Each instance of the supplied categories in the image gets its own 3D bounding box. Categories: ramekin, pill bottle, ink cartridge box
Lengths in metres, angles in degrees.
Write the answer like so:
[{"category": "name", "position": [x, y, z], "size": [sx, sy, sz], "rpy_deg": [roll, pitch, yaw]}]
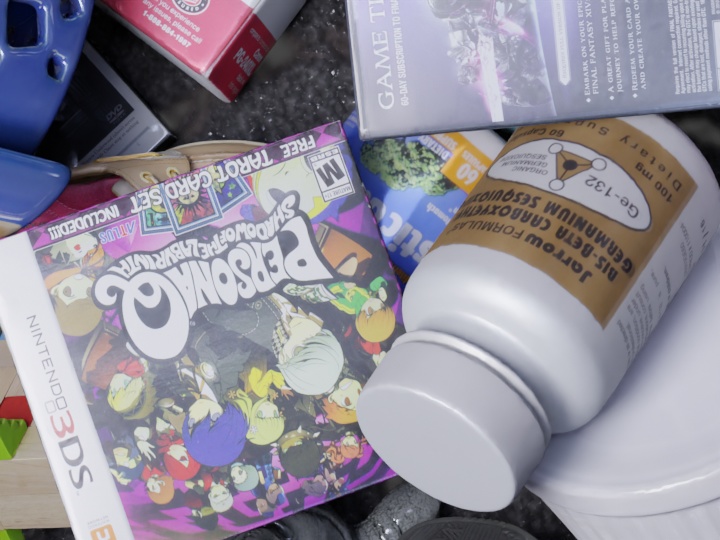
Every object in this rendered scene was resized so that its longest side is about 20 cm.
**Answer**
[{"category": "ramekin", "position": [0.173, 0.070, 1.258], "size": [0.202, 0.094, 0.203], "rpy_deg": [-20, 36, 15]}, {"category": "pill bottle", "position": [0.086, 0.015, 1.208], "size": [0.114, 0.115, 0.200], "rpy_deg": [30, 60, 11]}, {"category": "ink cartridge box", "position": [-0.075, -0.220, 1.375], "size": [0.145, 0.083, 0.200], "rpy_deg": [37, 89, 12]}, {"category": "pill bottle", "position": [0.000, 0.000, 1.327], "size": [0.112, 0.112, 0.200], "rpy_deg": [37, 89, 12]}]

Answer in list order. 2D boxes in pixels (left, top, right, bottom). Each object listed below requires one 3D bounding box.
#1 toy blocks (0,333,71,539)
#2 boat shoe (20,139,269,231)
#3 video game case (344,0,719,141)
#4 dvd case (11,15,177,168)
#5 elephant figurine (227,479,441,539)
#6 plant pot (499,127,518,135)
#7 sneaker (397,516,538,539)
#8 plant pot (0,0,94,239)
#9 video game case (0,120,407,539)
[{"category": "toy blocks", "position": [-0.179, 0.076, 1.344], "size": [0.199, 0.100, 0.137], "rpy_deg": [-4, 38, 23]}, {"category": "boat shoe", "position": [-0.125, -0.028, 1.357], "size": [0.199, 0.069, 0.074], "rpy_deg": [-11, 96, -3]}, {"category": "video game case", "position": [0.091, -0.143, 1.188], "size": [0.199, 0.019, 0.144], "rpy_deg": [-5, 98, 8]}, {"category": "dvd case", "position": [-0.224, -0.099, 1.420], "size": [0.150, 0.025, 0.200], "rpy_deg": [-43, 79, 1]}, {"category": "elephant figurine", "position": [-0.067, 0.170, 1.306], "size": [0.141, 0.155, 0.201], "rpy_deg": [27, 92, 17]}, {"category": "plant pot", "position": [0.073, -0.184, 1.279], "size": [0.200, 0.134, 0.201], "rpy_deg": [-26, 53, 41]}, {"category": "sneaker", "position": [0.108, 0.208, 1.289], "size": [0.199, 0.121, 0.084], "rpy_deg": [20, 48, 31]}, {"category": "plant pot", "position": [-0.261, -0.099, 1.264], "size": [0.200, 0.199, 0.181], "rpy_deg": [-23, 62, 48]}, {"category": "video game case", "position": [-0.073, 0.041, 1.243], "size": [0.199, 0.036, 0.182], "rpy_deg": [-19, 87, -6]}]
